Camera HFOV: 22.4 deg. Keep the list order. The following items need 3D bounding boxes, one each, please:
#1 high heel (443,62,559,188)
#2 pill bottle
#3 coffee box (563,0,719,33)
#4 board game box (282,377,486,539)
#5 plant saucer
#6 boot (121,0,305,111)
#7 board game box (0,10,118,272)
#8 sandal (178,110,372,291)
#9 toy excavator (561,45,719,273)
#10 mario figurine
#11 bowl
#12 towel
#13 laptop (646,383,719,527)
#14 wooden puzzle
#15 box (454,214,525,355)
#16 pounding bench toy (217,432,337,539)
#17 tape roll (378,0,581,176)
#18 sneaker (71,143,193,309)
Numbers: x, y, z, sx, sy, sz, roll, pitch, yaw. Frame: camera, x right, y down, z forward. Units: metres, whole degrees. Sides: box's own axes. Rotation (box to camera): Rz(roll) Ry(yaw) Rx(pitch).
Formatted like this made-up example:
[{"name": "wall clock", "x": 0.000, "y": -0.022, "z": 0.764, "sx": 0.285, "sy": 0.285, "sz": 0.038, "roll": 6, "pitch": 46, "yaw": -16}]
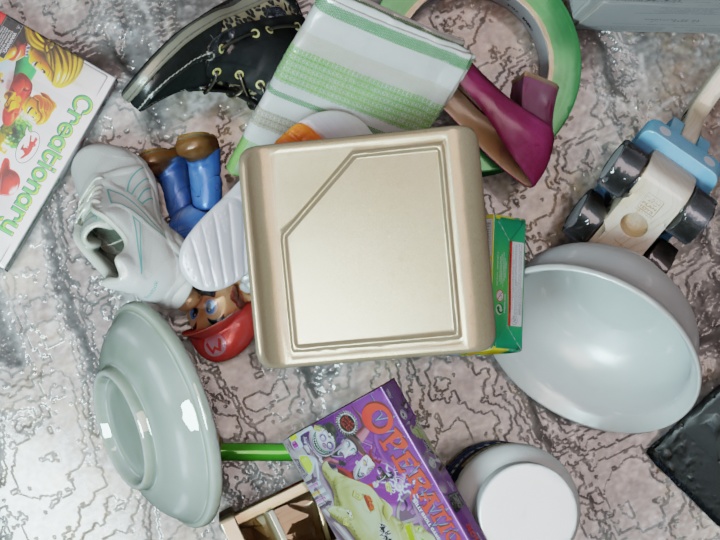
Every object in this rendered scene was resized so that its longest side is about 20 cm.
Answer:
[{"name": "high heel", "x": 0.078, "y": -0.143, "z": 1.593, "sx": 0.199, "sy": 0.067, "sz": 0.097, "roll": 14, "pitch": 75, "yaw": -7}, {"name": "pill bottle", "x": 0.126, "y": 0.203, "z": 1.556, "sx": 0.110, "sy": 0.200, "sz": 0.112, "roll": 0, "pitch": 86, "yaw": -5}, {"name": "coffee box", "x": 0.294, "y": -0.328, "z": 1.606, "sx": 0.198, "sy": 0.200, "sz": 0.199, "roll": 1, "pitch": 85, "yaw": -4}, {"name": "board game box", "x": 0.030, "y": 0.200, "z": 1.477, "sx": 0.120, "sy": 0.032, "sz": 0.201, "roll": -32, "pitch": 87, "yaw": 31}, {"name": "plant saucer", "x": -0.183, "y": 0.128, "z": 1.538, "sx": 0.050, "sy": 0.200, "sz": 0.201, "roll": -17, "pitch": 87, "yaw": -27}, {"name": "boot", "x": -0.096, "y": -0.157, "z": 1.602, "sx": 0.203, "sy": 0.073, "sz": 0.154, "roll": -39, "pitch": 93, "yaw": -35}, {"name": "board game box", "x": -0.321, "y": -0.117, "z": 1.629, "sx": 0.126, "sy": 0.035, "sz": 0.201, "roll": 29, "pitch": 84, "yaw": -2}, {"name": "sandal", "x": -0.077, "y": -0.062, "z": 1.547, "sx": 0.206, "sy": 0.059, "sz": 0.079, "roll": -39, "pitch": 101, "yaw": -14}, {"name": "toy excavator", "x": 0.284, "y": -0.111, "z": 1.646, "sx": 0.100, "sy": 0.200, "sz": 0.195, "roll": 33, "pitch": 129, "yaw": -2}, {"name": "mario figurine", "x": -0.147, "y": -0.017, "z": 1.595, "sx": 0.105, "sy": 0.123, "sz": 0.201, "roll": -13, "pitch": 83, "yaw": -17}, {"name": "bowl", "x": 0.216, "y": 0.042, "z": 1.600, "sx": 0.201, "sy": 0.201, "sz": 0.091, "roll": 33, "pitch": 53, "yaw": -1}, {"name": "towel", "x": -0.011, "y": -0.141, "z": 1.566, "sx": 0.149, "sy": 0.031, "sz": 0.200, "roll": 21, "pitch": 124, "yaw": -19}, {"name": "laptop", "x": 0.398, "y": 0.150, "z": 1.676, "sx": 0.177, "sy": 0.103, "sz": 0.200, "roll": 44, "pitch": 110, "yaw": 0}, {"name": "wooden puzzle", "x": 0.006, "y": -0.019, "z": 1.502, "sx": 0.199, "sy": 0.037, "sz": 0.186, "roll": -5, "pitch": 93, "yaw": 3}, {"name": "box", "x": 0.056, "y": 0.015, "z": 1.593, "sx": 0.048, "sy": 0.199, "sz": 0.118, "roll": 7, "pitch": 84, "yaw": -45}, {"name": "pounding bench toy", "x": -0.043, "y": 0.203, "z": 1.582, "sx": 0.155, "sy": 0.124, "sz": 0.201, "roll": -26, "pitch": 88, "yaw": -6}, {"name": "tape roll", "x": 0.100, "y": -0.187, "z": 1.658, "sx": 0.199, "sy": 0.048, "sz": 0.202, "roll": 0, "pitch": 86, "yaw": -4}, {"name": "sneaker", "x": -0.212, "y": -0.048, "z": 1.568, "sx": 0.080, "sy": 0.200, "sz": 0.071, "roll": 11, "pitch": 122, "yaw": -41}]
